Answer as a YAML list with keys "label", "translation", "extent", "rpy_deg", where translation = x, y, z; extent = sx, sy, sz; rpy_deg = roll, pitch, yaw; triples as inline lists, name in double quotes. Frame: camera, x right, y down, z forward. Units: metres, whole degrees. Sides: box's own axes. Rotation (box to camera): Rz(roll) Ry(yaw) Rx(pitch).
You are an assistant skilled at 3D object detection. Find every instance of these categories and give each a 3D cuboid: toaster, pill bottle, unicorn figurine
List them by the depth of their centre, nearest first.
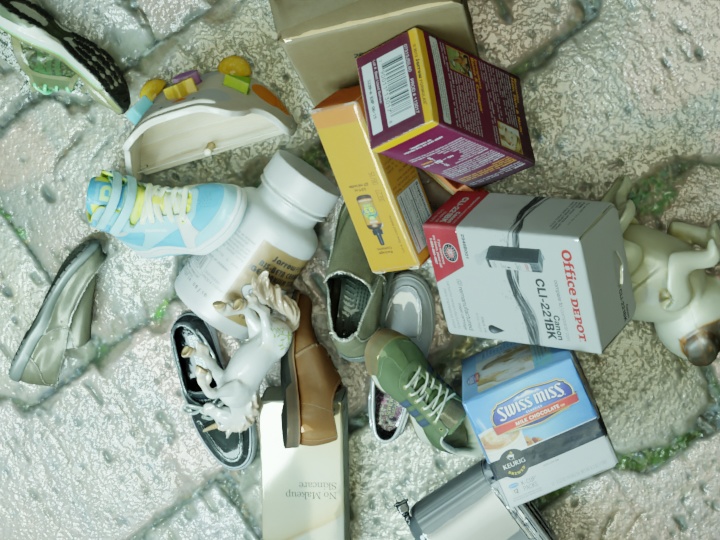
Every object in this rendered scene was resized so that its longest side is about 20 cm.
- label: "unicorn figurine"
  translation: [-0.136, 0.107, 1.652]
  extent: [0.200, 0.074, 0.137]
  rpy_deg: [-44, 133, 7]
- label: "pill bottle"
  translation: [-0.114, -0.031, 1.697]
  extent: [0.114, 0.114, 0.201]
  rpy_deg: [35, 101, -2]
- label: "toaster"
  translation: [0.146, 0.310, 1.743]
  extent: [0.129, 0.114, 0.200]
  rpy_deg: [-37, 94, 6]

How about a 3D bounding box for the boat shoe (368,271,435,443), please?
- label: "boat shoe"
  translation: [0.042, 0.104, 1.733]
  extent: [0.071, 0.069, 0.202]
  rpy_deg: [15, 102, 2]

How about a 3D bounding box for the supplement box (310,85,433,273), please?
- label: "supplement box"
  translation: [0.019, -0.100, 1.620]
  extent: [0.066, 0.069, 0.201]
  rpy_deg: [-7, 112, 36]

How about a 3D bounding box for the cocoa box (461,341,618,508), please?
- label: "cocoa box"
  translation: [0.195, 0.155, 1.663]
  extent: [0.133, 0.200, 0.132]
  rpy_deg: [-23, 98, 7]

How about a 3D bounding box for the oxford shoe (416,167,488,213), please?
- label: "oxford shoe"
  translation: [0.064, -0.097, 1.694]
  extent: [0.199, 0.071, 0.073]
  rpy_deg: [34, 105, -3]

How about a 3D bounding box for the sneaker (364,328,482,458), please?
- label: "sneaker"
  translation: [0.083, 0.144, 1.679]
  extent: [0.067, 0.090, 0.201]
  rpy_deg: [-50, 134, -18]

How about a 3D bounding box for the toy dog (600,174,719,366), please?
- label: "toy dog"
  translation: [0.333, 0.023, 1.661]
  extent: [0.199, 0.140, 0.195]
  rpy_deg: [33, 102, -4]

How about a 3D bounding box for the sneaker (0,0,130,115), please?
- label: "sneaker"
  translation: [-0.354, -0.232, 1.711]
  extent: [0.199, 0.077, 0.089]
  rpy_deg: [37, 114, 3]

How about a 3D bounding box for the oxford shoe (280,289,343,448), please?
- label: "oxford shoe"
  translation: [-0.057, 0.113, 1.708]
  extent: [0.071, 0.071, 0.201]
  rpy_deg: [1, 59, -9]

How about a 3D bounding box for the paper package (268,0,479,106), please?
- label: "paper package"
  translation: [0.017, -0.270, 1.598]
  extent: [0.198, 0.191, 0.104]
  rpy_deg: [-13, 71, 7]

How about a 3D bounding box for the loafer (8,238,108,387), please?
- label: "loafer"
  translation: [-0.346, 0.054, 1.761]
  extent: [0.069, 0.075, 0.201]
  rpy_deg: [28, 106, -13]

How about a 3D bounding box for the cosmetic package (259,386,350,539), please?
- label: "cosmetic package"
  translation: [-0.065, 0.243, 1.767]
  extent: [0.103, 0.073, 0.202]
  rpy_deg: [-1, 100, 5]

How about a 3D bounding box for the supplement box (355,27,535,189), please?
- label: "supplement box"
  translation: [0.094, -0.170, 1.594]
  extent: [0.085, 0.199, 0.111]
  rpy_deg: [-22, 67, 34]

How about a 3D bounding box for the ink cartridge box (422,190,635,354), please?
- label: "ink cartridge box"
  translation: [0.183, 0.000, 1.608]
  extent: [0.199, 0.084, 0.145]
  rpy_deg: [6, 124, 36]

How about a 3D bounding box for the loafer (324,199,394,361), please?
- label: "loafer"
  translation: [0.000, 0.000, 1.686]
  extent: [0.075, 0.070, 0.202]
  rpy_deg: [-1, 80, 15]

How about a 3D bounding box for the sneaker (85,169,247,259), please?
- label: "sneaker"
  translation: [-0.229, -0.070, 1.654]
  extent: [0.199, 0.130, 0.080]
  rpy_deg: [-15, 58, 41]

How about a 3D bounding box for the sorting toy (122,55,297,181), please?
- label: "sorting toy"
  translation: [-0.187, -0.168, 1.644]
  extent: [0.199, 0.180, 0.108]
  rpy_deg: [-16, 99, 7]

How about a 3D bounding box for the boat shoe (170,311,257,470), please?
- label: "boat shoe"
  translation: [-0.177, 0.148, 1.759]
  extent: [0.073, 0.068, 0.201]
  rpy_deg: [-12, 100, 7]
